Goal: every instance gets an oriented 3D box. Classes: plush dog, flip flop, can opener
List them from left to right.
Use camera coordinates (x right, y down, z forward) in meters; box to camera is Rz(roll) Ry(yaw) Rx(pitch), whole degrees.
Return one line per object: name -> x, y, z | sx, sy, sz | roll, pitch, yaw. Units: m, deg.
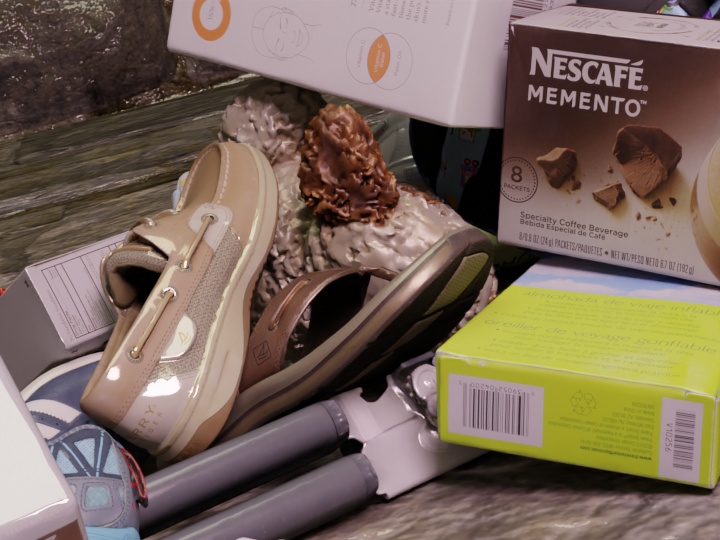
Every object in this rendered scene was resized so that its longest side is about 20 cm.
flip flop -> -0.025, 0.036, 0.690 | 0.200, 0.058, 0.081 | -36, -16, 27
can opener -> -0.020, 0.090, 0.657 | 0.200, 0.053, 0.066 | -20, -20, -32
plush dog -> 0.000, 0.000, 0.794 | 0.161, 0.200, 0.172 | -57, 22, -21

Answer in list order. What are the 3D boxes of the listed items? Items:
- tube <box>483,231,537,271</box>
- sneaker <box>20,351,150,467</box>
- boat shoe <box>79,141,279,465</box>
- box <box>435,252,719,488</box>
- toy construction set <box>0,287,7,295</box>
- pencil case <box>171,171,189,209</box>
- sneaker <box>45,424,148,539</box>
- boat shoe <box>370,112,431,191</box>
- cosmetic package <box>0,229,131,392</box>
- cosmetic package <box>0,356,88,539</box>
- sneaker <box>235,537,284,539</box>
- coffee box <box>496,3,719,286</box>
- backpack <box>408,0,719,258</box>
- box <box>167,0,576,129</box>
tube -> 0.098, -0.022, 0.990 | 0.200, 0.058, 0.052 | -22, 48, -26
sneaker -> -0.145, 0.101, 0.676 | 0.084, 0.075, 0.200 | 7, 30, 44
boat shoe -> -0.087, 0.000, 0.700 | 0.072, 0.065, 0.200 | -47, 24, 38
box -> 0.126, 0.031, 0.687 | 0.122, 0.048, 0.200 | 7, 20, 24
toy construction set -> -0.307, 0.042, 1.014 | 0.131, 0.092, 0.200 | 7, 10, -30
pencil case -> -0.047, -0.056, 1.182 | 0.200, 0.083, 0.091 | -11, -9, 15
sneaker -> -0.181, 0.097, 0.578 | 0.200, 0.079, 0.096 | 3, 50, 1
boat shoe -> 0.005, -0.046, 0.976 | 0.072, 0.069, 0.200 | -2, -19, -14
cosmetic package -> -0.171, 0.043, 0.812 | 0.083, 0.051, 0.200 | -21, -9, -36
cosmetic package -> -0.172, 0.054, 0.515 | 0.102, 0.074, 0.200 | -22, 48, -17
sneaker -> -0.073, 0.141, 0.455 | 0.200, 0.075, 0.081 | -10, 43, -32
coffee box -> 0.171, -0.057, 0.696 | 0.200, 0.113, 0.080 | 13, 23, 29
backpack -> 0.131, -0.112, 0.853 | 0.182, 0.200, 0.135 | 28, 19, 22
box -> 0.007, -0.156, 0.787 | 0.200, 0.125, 0.097 | 20, 15, 35
